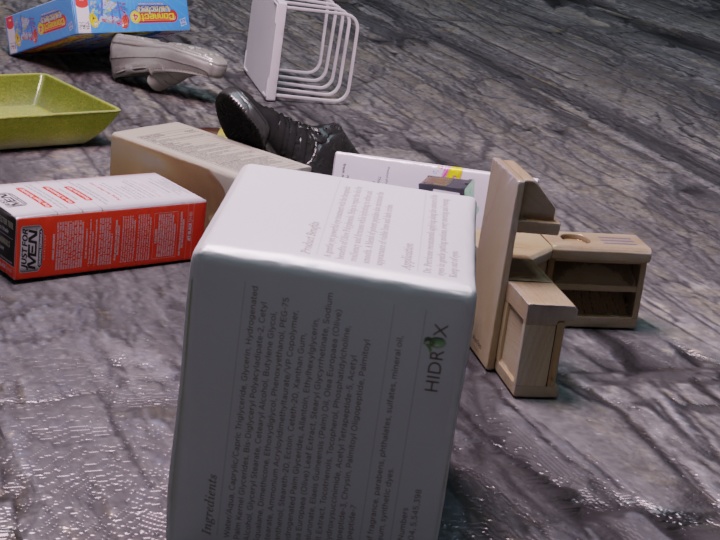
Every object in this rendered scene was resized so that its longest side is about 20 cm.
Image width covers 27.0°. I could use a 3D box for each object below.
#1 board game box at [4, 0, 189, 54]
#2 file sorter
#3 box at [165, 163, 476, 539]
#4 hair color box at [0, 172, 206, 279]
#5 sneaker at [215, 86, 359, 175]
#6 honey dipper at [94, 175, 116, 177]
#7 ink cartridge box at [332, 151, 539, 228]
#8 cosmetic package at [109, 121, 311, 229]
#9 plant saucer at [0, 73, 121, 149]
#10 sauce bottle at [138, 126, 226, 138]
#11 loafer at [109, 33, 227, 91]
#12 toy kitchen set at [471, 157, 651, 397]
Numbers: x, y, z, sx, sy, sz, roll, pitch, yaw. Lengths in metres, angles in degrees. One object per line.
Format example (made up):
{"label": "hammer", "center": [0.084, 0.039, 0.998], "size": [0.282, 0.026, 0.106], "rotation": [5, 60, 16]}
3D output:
{"label": "board game box", "center": [-0.385, -0.360, 2.192], "size": [0.194, 0.057, 0.199], "rotation": [-10, 4, -40]}
{"label": "file sorter", "center": [-0.089, -0.335, 2.200], "size": [0.123, 0.140, 0.200], "rotation": [4, 19, -16]}
{"label": "box", "center": [-0.020, 0.058, 0.966], "size": [0.169, 0.202, 0.199], "rotation": [9, 19, 1]}
{"label": "hair color box", "center": [-0.254, -0.044, 1.402], "size": [0.198, 0.062, 0.101], "rotation": [-7, 23, -38]}
{"label": "sneaker", "center": [-0.061, -0.132, 1.613], "size": [0.104, 0.200, 0.060], "rotation": [-41, 3, -35]}
{"label": "honey dipper", "center": [-0.324, -0.078, 1.522], "size": [0.197, 0.038, 0.038], "rotation": [-1, 19, -10]}
{"label": "ink cartridge box", "center": [0.073, -0.059, 1.472], "size": [0.197, 0.085, 0.145], "rotation": [8, 1, 4]}
{"label": "cosmetic package", "center": [-0.158, -0.093, 1.561], "size": [0.199, 0.072, 0.105], "rotation": [21, 24, 36]}
{"label": "plant saucer", "center": [-0.418, -0.187, 1.782], "size": [0.198, 0.048, 0.199], "rotation": [-8, 24, -39]}
{"label": "sauce bottle", "center": [-0.154, -0.129, 1.679], "size": [0.197, 0.067, 0.066], "rotation": [11, 19, 5]}
{"label": "loafer", "center": [-0.268, -0.282, 2.083], "size": [0.198, 0.071, 0.070], "rotation": [15, 11, 35]}
{"label": "toy kitchen set", "center": [0.190, -0.006, 1.288], "size": [0.178, 0.165, 0.200], "rotation": [2, 19, -13]}
